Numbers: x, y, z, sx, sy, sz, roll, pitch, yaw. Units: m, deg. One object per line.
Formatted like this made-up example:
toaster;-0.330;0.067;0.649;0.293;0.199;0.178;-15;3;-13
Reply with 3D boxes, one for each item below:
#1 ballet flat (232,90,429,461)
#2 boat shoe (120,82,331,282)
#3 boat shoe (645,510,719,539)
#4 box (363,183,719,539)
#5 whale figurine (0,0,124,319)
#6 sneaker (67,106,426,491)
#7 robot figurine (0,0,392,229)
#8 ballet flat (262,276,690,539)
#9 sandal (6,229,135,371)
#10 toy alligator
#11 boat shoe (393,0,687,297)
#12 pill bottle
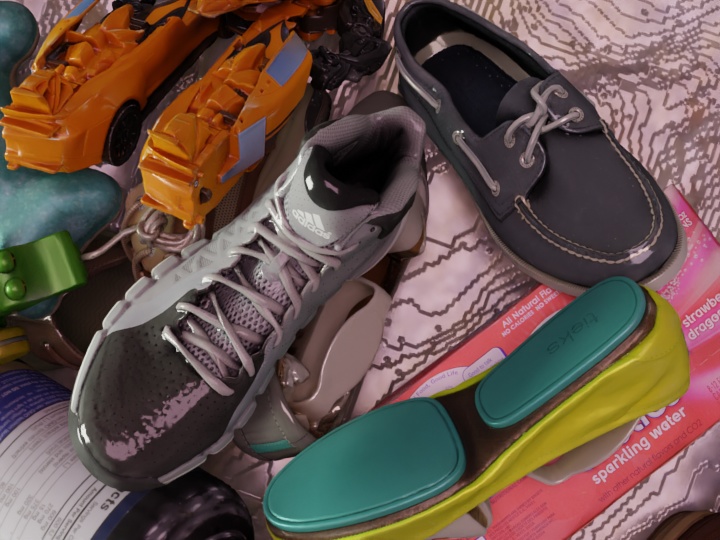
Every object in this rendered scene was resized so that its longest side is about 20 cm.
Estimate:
ballet flat;0.000;0.000;0.870;0.067;0.063;0.201;39;62;-30
boat shoe;-0.077;-0.013;0.872;0.073;0.076;0.201;22;56;-2
boat shoe;0.139;0.174;0.832;0.072;0.067;0.200;56;48;-12
box;0.093;0.061;0.879;0.199;0.095;0.103;-38;87;-1
whale figurine;-0.207;-0.062;0.870;0.199;0.104;0.160;36;91;22
sneaker;-0.042;-0.002;0.761;0.075;0.116;0.200;40;65;1
robot figurine;-0.070;-0.104;0.855;0.144;0.059;0.201;18;45;17
ballet flat;0.055;0.078;0.798;0.199;0.067;0.067;-31;127;10
sandal;-0.126;0.016;0.906;0.198;0.057;0.081;8;88;2
toy alligator;-0.164;0.009;0.809;0.198;0.054;0.060;-21;85;8
boat shoe;0.074;-0.060;0.848;0.073;0.062;0.200;-36;47;-4
pill bottle;-0.119;0.127;0.842;0.199;0.112;0.113;27;88;26
